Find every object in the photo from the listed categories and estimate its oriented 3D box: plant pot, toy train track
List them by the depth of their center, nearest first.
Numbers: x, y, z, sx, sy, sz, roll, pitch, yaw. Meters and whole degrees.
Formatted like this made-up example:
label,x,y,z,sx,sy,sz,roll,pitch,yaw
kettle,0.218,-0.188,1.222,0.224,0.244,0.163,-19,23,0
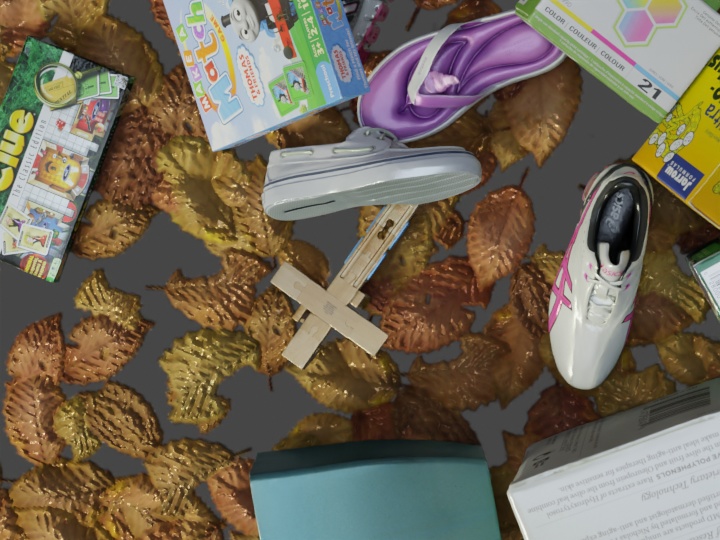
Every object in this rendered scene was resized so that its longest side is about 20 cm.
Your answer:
label,x,y,z,sx,sy,sz,roll,pitch,yaw
plant pot,0.018,0.218,1.699,0.200,0.141,0.141,-10,93,1
toy train track,0.000,0.000,1.739,0.115,0.033,0.200,36,92,11

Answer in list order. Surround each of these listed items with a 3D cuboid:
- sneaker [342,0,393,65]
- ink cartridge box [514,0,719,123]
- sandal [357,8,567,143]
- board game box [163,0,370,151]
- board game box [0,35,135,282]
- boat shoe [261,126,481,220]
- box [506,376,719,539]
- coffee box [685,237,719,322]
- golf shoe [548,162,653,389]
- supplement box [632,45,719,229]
label,x,y,z,sx,sy,sz,roll,pitch,yaw
sneaker,-0.020,-0.237,1.703,0.087,0.074,0.200,26,92,5
ink cartridge box,0.248,-0.249,1.645,0.148,0.076,0.200,36,98,-11
sandal,0.085,-0.177,1.702,0.203,0.050,0.082,-28,90,9
board game box,-0.084,-0.196,1.670,0.200,0.037,0.151,-17,92,53
board game box,-0.286,-0.100,1.775,0.105,0.023,0.200,22,97,8
boat shoe,0.005,-0.093,1.698,0.200,0.074,0.067,-7,72,17
box,0.246,0.207,1.633,0.200,0.199,0.171,-21,91,10
coffee box,0.339,0.069,1.649,0.044,0.123,0.200,-30,91,8
golf shoe,0.202,0.006,1.679,0.073,0.092,0.200,10,97,6
supplement box,0.341,-0.126,1.621,0.110,0.109,0.200,33,99,-28
